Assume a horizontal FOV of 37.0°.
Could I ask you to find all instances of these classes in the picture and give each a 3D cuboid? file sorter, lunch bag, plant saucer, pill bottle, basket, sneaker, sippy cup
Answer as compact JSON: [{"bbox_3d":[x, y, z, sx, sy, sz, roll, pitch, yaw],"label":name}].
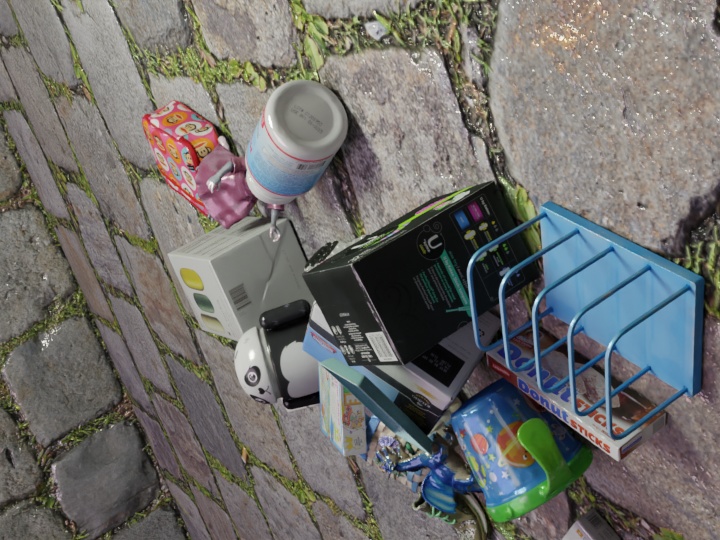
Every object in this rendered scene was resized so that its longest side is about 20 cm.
[{"bbox_3d":[0.215,0.050,1.050,0.200,0.122,0.139,33,145,45],"label":"file sorter"},{"bbox_3d":[-0.284,-0.181,1.833,0.200,0.082,0.177,36,150,46],"label":"lunch bag"},{"bbox_3d":[0.025,0.162,1.283,0.070,0.019,0.200,26,164,41],"label":"plant saucer"},{"bbox_3d":[-0.093,-0.162,1.436,0.109,0.108,0.200,57,155,7],"label":"pill bottle"},{"bbox_3d":[0.050,0.193,1.501,0.200,0.139,0.177,45,149,25],"label":"basket"},{"bbox_3d":[0.116,0.342,1.597,0.201,0.088,0.077,63,155,-5],"label":"sneaker"},{"bbox_3d":[0.176,0.197,1.244,0.178,0.139,0.131,-37,85,42],"label":"sippy cup"},{"bbox_3d":[0.000,0.000,1.493,0.081,0.075,0.200,50,160,-18],"label":"sneaker"}]

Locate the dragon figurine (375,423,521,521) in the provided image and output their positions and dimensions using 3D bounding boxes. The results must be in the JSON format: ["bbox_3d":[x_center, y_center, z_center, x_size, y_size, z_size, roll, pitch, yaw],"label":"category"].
[{"bbox_3d":[0.116,0.267,1.369,0.200,0.059,0.100,35,120,15],"label":"dragon figurine"}]

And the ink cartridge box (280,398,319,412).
[{"bbox_3d":[-0.094,0.151,1.805,0.147,0.083,0.200,61,156,1],"label":"ink cartridge box"}]

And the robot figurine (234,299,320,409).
[{"bbox_3d":[-0.091,0.128,1.626,0.125,0.199,0.151,98,157,-81],"label":"robot figurine"}]

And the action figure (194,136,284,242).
[{"bbox_3d":[-0.161,-0.132,1.650,0.199,0.149,0.134,-9,130,44],"label":"action figure"}]

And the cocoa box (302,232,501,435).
[{"bbox_3d":[0.048,0.081,1.329,0.200,0.134,0.131,34,151,8],"label":"cocoa box"}]

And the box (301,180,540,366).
[{"bbox_3d":[0.066,0.005,1.194,0.125,0.200,0.148,62,156,-8],"label":"box"}]

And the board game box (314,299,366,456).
[{"bbox_3d":[-0.028,0.139,1.486,0.134,0.034,0.201,-155,61,-74],"label":"board game box"}]

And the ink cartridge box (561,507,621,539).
[{"bbox_3d":[0.289,0.383,1.371,0.095,0.037,0.200,49,151,23],"label":"ink cartridge box"}]

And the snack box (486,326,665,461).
[{"bbox_3d":[0.229,0.127,1.164,0.200,0.072,0.024,36,148,43],"label":"snack box"}]

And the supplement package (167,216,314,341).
[{"bbox_3d":[-0.191,0.011,1.762,0.200,0.150,0.152,8,124,61],"label":"supplement package"}]
